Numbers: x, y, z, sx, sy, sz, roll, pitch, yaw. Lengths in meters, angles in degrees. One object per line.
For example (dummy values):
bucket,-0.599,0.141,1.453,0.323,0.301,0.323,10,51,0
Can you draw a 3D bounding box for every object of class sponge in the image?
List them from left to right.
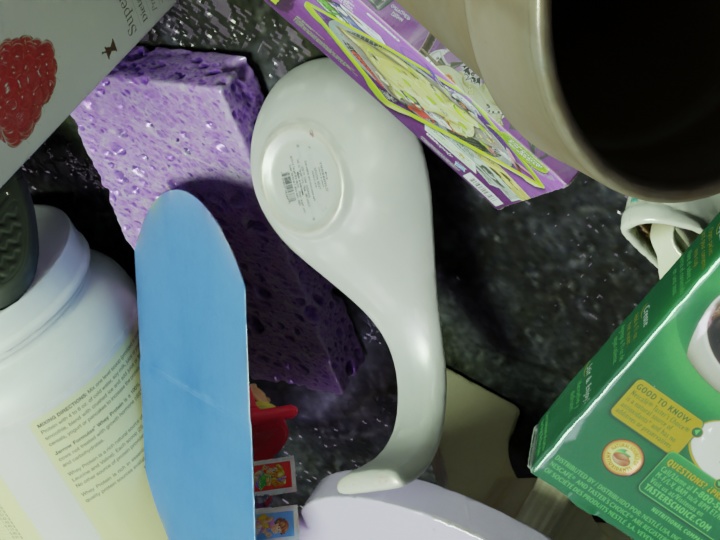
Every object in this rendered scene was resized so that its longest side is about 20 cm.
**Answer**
sponge,-0.075,-0.025,1.174,0.111,0.030,0.200,9,136,34

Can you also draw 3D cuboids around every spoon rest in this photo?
spoon rest,0.000,0.000,1.076,0.099,0.061,0.200,-10,91,41

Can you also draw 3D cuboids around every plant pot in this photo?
plant pot,0.072,-0.144,0.804,0.173,0.200,0.200,27,146,42

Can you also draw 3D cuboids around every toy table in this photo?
toy table,0.084,0.128,1.131,0.200,0.117,0.184,35,144,4

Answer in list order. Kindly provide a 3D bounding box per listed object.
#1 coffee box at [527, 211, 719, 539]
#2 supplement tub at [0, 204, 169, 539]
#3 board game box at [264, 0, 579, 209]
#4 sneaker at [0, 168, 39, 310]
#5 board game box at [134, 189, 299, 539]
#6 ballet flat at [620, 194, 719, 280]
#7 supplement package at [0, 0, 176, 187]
coffee box,0.174,0.037,0.931,0.123,0.044,0.200,33,117,-8
supplement tub,-0.165,0.079,1.266,0.145,0.145,0.200,0,130,41
board game box,0.006,-0.104,0.978,0.200,0.032,0.120,42,175,-6
sneaker,-0.225,-0.034,1.227,0.199,0.076,0.114,44,159,31
board game box,-0.066,0.058,1.144,0.158,0.039,0.200,-160,66,-64
ballet flat,0.175,0.030,0.989,0.200,0.069,0.069,50,143,-16
supplement package,-0.198,-0.114,1.036,0.120,0.200,0.121,9,136,34
